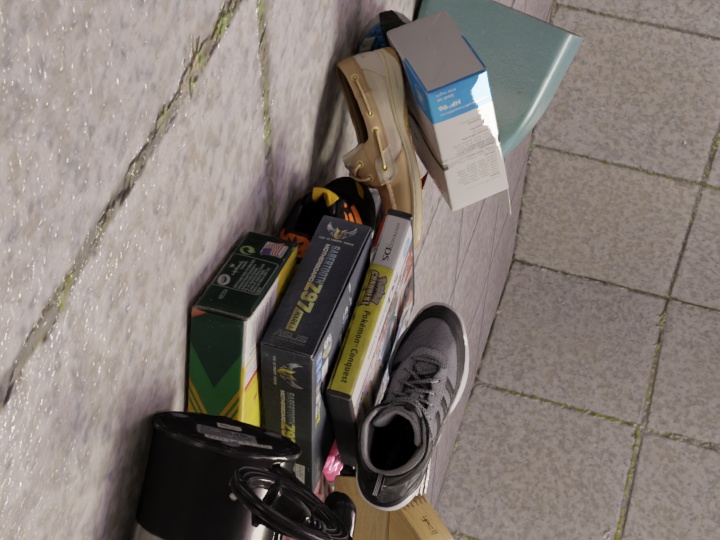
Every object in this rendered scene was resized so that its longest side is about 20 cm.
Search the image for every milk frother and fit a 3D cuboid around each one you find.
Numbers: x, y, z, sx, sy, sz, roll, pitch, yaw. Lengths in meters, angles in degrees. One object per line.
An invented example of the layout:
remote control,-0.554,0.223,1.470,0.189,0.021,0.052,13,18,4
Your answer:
milk frother,-0.098,0.220,0.940,0.200,0.179,0.190,-10,113,-82

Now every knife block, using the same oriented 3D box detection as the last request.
knife block,0.004,0.245,1.365,0.200,0.176,0.064,-46,158,22

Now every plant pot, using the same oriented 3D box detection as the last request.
plant pot,0.155,-0.247,1.681,0.196,0.195,0.201,-33,147,-75

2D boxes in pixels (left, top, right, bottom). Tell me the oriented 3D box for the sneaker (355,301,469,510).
sneaker,0.049,0.118,1.174,0.114,0.075,0.202,76,33,-77

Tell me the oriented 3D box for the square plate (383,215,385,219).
square plate,0.029,0.036,1.587,0.201,0.028,0.199,91,10,-60

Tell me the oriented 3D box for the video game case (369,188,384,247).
video game case,0.014,-0.021,1.639,0.200,0.023,0.184,76,30,-69

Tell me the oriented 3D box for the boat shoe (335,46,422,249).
boat shoe,0.015,-0.116,1.280,0.074,0.069,0.202,157,-77,-78

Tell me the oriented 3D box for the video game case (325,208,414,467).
video game case,0.014,0.068,1.198,0.200,0.025,0.182,83,24,-65

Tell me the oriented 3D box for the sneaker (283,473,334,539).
sneaker,-0.042,0.251,1.399,0.201,0.104,0.076,105,-14,-45

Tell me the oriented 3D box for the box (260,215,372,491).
box,-0.037,0.077,1.149,0.201,0.051,0.158,94,15,-46

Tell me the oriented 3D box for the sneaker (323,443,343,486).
sneaker,-0.054,0.174,1.454,0.200,0.078,0.096,89,1,-63

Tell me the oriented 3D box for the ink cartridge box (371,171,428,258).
ink cartridge box,0.000,0.000,1.376,0.161,0.050,0.201,137,-28,-66

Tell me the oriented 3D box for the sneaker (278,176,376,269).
sneaker,-0.028,-0.051,1.258,0.200,0.069,0.091,-60,164,-50

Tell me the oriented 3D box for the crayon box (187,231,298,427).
crayon box,-0.102,0.086,1.104,0.127,0.050,0.201,-61,161,-56

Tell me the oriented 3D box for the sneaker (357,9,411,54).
sneaker,0.035,-0.239,1.397,0.200,0.074,0.087,72,16,-72

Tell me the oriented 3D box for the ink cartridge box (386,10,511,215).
ink cartridge box,0.093,-0.146,1.324,0.201,0.067,0.116,72,-6,-45
